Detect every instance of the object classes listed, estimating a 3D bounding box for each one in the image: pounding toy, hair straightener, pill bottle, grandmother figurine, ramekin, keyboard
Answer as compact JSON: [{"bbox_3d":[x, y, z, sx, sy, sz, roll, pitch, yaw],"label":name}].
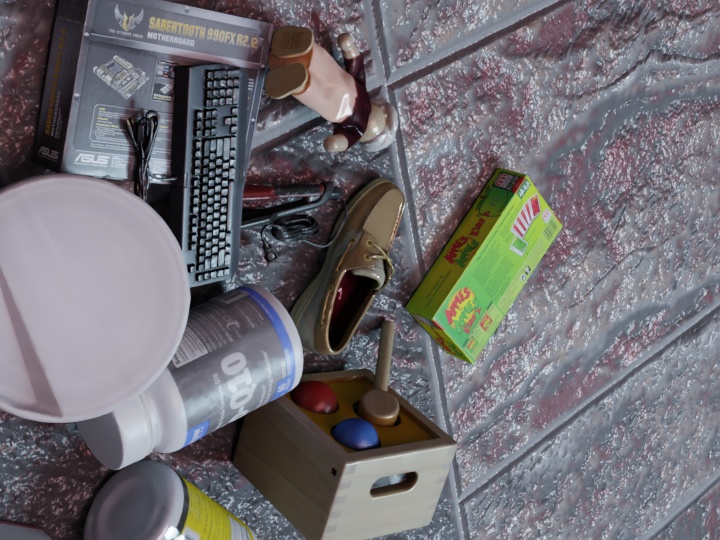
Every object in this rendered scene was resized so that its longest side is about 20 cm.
[{"bbox_3d":[-0.004,0.161,1.358,0.199,0.184,0.143,-3,119,-42],"label":"pounding toy"},{"bbox_3d":[-0.087,-0.048,1.296,0.199,0.041,0.078,-10,111,-45],"label":"hair straightener"},{"bbox_3d":[-0.161,0.098,1.219,0.199,0.113,0.115,-26,121,-34],"label":"pill bottle"},{"bbox_3d":[-0.021,-0.169,1.273,0.200,0.060,0.122,33,71,-58],"label":"grandmother figurine"},{"bbox_3d":[-0.249,0.018,1.086,0.201,0.094,0.204,-2,97,-20],"label":"ramekin"},{"bbox_3d":[-0.151,-0.081,1.163,0.127,0.021,0.202,-11,112,-41],"label":"keyboard"},{"bbox_3d":[-0.165,0.276,1.279,0.112,0.111,0.200,-54,133,-14],"label":"pill bottle"}]

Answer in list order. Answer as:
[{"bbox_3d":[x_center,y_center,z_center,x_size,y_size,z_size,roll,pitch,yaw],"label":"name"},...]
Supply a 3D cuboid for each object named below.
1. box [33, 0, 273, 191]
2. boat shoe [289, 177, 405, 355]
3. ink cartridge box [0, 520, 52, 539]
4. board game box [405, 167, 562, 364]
[{"bbox_3d":[-0.178,-0.158,1.158,0.199,0.048,0.160,1,103,-44],"label":"box"},{"bbox_3d":[0.000,0.000,1.366,0.074,0.066,0.201,33,82,-44],"label":"boat shoe"},{"bbox_3d":[-0.354,0.321,1.140,0.145,0.085,0.201,22,91,-45],"label":"ink cartridge box"},{"bbox_3d":[0.144,-0.006,1.512,0.201,0.047,0.102,-56,133,-13],"label":"board game box"}]
